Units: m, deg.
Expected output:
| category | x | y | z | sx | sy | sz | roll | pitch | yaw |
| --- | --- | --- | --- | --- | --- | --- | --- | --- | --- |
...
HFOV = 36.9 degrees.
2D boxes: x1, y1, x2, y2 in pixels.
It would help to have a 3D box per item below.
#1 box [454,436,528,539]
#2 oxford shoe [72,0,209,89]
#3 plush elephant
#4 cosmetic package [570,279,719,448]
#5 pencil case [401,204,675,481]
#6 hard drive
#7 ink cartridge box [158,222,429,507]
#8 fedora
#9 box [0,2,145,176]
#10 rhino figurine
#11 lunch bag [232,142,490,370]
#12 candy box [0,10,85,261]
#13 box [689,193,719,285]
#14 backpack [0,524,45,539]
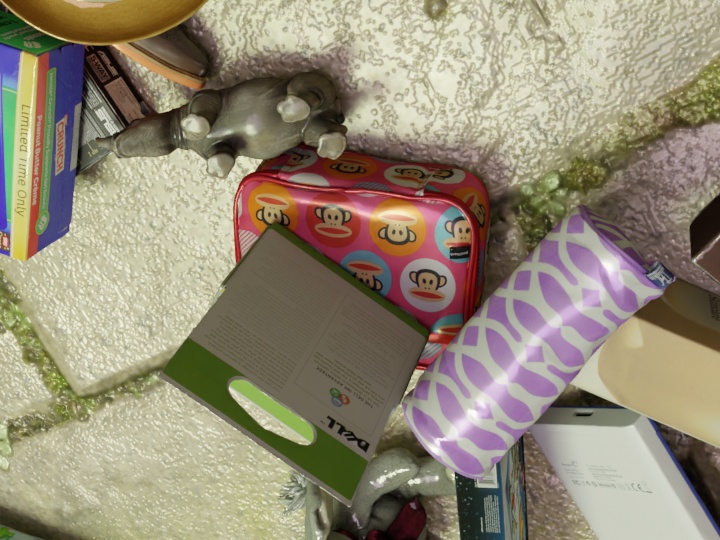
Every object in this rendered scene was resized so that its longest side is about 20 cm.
| category | x | y | z | sx | sy | sz | roll | pitch | yaw |
| --- | --- | --- | --- | --- | --- | --- | --- | --- | --- |
| box | 0.109 | 0.196 | 0.871 | 0.037 | 0.137 | 0.203 | 0 | 114 | 14 |
| oxford shoe | -0.181 | -0.218 | 0.805 | 0.200 | 0.071 | 0.073 | 42 | 100 | -17 |
| plush elephant | 0.003 | 0.242 | 0.912 | 0.197 | 0.155 | 0.167 | 9 | 116 | 12 |
| cosmetic package | 0.246 | 0.065 | 0.790 | 0.198 | 0.105 | 0.072 | 22 | 117 | 4 |
| pencil case | 0.115 | 0.049 | 0.718 | 0.085 | 0.084 | 0.200 | 30 | 111 | -39 |
| hard drive | 0.226 | 0.195 | 0.861 | 0.201 | 0.025 | 0.131 | 56 | 153 | -12 |
| ink cartridge box | -0.051 | 0.075 | 0.740 | 0.147 | 0.200 | 0.076 | 35 | 124 | -2 |
| fedora | -0.174 | -0.254 | 0.734 | 0.197 | 0.082 | 0.204 | -1 | 94 | -9 |
| box | -0.286 | -0.161 | 0.871 | 0.156 | 0.050 | 0.201 | -28 | 104 | 26 |
| rhino figurine | -0.105 | -0.107 | 0.809 | 0.197 | 0.088 | 0.061 | -7 | 115 | 8 |
| lunch bag | 0.000 | 0.000 | 0.849 | 0.197 | 0.082 | 0.179 | 9 | 120 | 14 |
| candy box | -0.319 | -0.120 | 0.828 | 0.197 | 0.077 | 0.171 | 18 | 118 | 8 |
| box | 0.327 | -0.057 | 0.727 | 0.100 | 0.075 | 0.201 | 38 | 117 | -4 |
| backpack | -0.357 | 0.370 | 1.083 | 0.180 | 0.147 | 0.203 | 18 | 114 | 6 |
